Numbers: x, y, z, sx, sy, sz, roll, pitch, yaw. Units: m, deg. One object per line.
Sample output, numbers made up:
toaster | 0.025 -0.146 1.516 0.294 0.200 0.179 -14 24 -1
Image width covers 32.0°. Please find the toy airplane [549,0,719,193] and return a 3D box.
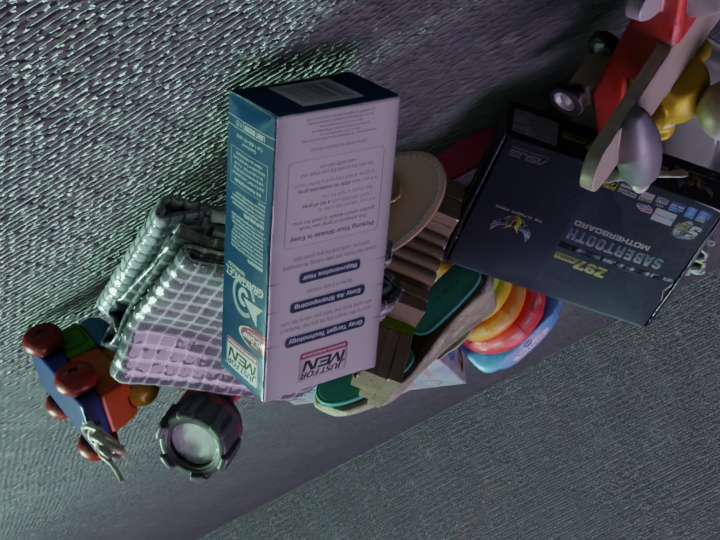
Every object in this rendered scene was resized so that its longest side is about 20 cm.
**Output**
toy airplane | 0.233 -0.152 0.911 0.201 0.141 0.199 -56 173 22

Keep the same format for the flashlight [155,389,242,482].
flashlight | -0.109 0.100 1.083 0.068 0.068 0.200 -36 -170 28

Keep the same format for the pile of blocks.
pile of blocks | 0.025 0.011 1.063 0.062 0.202 0.082 22 172 -8

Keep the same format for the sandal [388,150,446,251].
sandal | -0.032 -0.038 1.008 0.210 0.078 0.070 -22 169 11

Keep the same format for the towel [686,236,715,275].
towel | 0.252 -0.050 1.270 0.169 0.049 0.200 6 -162 -2

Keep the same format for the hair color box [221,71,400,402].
hair color box | -0.036 -0.023 0.837 0.099 0.060 0.202 -14 121 -35

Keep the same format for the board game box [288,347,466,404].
board game box | -0.007 0.091 1.284 0.198 0.042 0.200 -8 163 13

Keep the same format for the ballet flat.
ballet flat | 0.048 0.074 1.126 0.200 0.067 0.063 -39 136 -9

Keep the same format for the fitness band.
fitness band | 0.091 -0.079 1.181 0.143 0.038 0.200 -31 167 8

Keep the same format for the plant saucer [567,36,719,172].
plant saucer | 0.270 -0.108 1.105 0.198 0.050 0.202 -11 119 -20

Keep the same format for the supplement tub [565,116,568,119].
supplement tub | 0.251 -0.109 1.207 0.199 0.108 0.107 -14 163 -41

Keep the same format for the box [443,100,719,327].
box | 0.189 -0.044 1.078 0.198 0.051 0.158 19 136 -5

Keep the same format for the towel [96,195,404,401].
towel | -0.090 0.028 0.973 0.198 0.086 0.166 11 144 -28

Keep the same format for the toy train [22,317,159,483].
toy train | -0.184 0.096 1.018 0.115 0.200 0.085 -28 127 -23

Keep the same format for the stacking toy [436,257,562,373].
stacking toy | 0.100 0.005 1.209 0.116 0.110 0.200 -44 139 6
